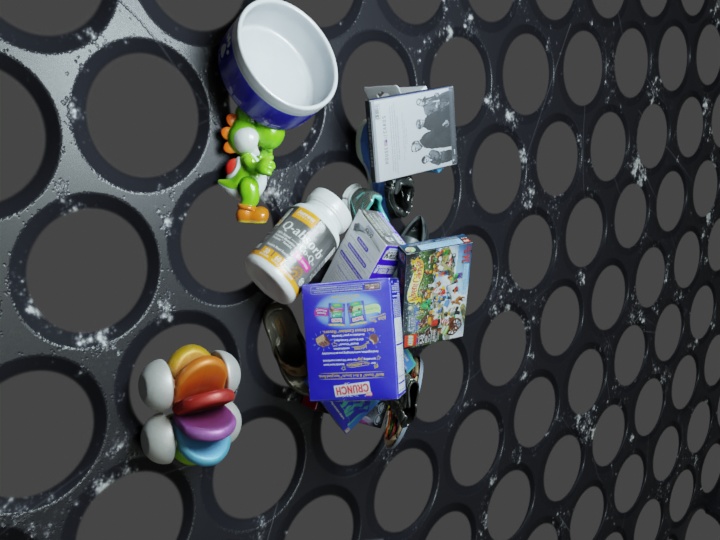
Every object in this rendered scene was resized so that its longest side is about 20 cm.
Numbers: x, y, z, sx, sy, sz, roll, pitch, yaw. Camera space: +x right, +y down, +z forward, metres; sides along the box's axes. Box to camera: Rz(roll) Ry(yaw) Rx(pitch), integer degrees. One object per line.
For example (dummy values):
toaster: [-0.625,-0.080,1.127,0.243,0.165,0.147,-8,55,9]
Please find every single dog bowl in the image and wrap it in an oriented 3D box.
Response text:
dog bowl: [-0.137,-0.346,1.200,0.197,0.078,0.205,17,62,-35]

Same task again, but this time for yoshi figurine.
yoshi figurine: [-0.172,-0.187,1.232,0.111,0.110,0.206,-11,102,-55]

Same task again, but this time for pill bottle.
pill bottle: [-0.109,-0.048,1.292,0.201,0.115,0.117,-51,125,-23]

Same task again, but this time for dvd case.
dvd case: [0.100,-0.261,1.357,0.196,0.025,0.154,-16,112,-28]

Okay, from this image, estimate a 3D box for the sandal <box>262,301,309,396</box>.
sandal: [-0.121,0.154,1.333,0.080,0.055,0.204,-24,109,-11]

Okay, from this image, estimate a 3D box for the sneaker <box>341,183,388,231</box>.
sneaker: [0.021,-0.071,1.419,0.077,0.090,0.204,-29,115,-33]

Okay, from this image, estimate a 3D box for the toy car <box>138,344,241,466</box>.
toy car: [-0.264,0.232,1.178,0.172,0.148,0.206,-6,101,-40]

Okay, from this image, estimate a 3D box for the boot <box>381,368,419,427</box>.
boot: [0.065,0.174,1.292,0.067,0.130,0.205,-17,122,-28]

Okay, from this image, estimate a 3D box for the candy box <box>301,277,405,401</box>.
candy box: [-0.011,0.120,1.238,0.077,0.165,0.206,3,83,-71]

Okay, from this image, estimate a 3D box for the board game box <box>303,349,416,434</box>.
board game box: [0.003,0.196,1.375,0.200,0.045,0.153,-43,131,-12]

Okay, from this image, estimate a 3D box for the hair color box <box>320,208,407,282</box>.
hair color box: [0.000,0.000,1.343,0.064,0.110,0.202,2,128,-39]

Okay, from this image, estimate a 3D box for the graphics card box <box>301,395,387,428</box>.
graphics card box: [-0.018,0.240,1.460,0.198,0.050,0.128,26,79,-41]

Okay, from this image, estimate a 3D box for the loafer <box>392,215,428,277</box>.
loafer: [0.094,-0.038,1.469,0.202,0.066,0.072,-61,153,-46]

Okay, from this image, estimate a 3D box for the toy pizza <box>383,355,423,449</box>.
toy pizza: [0.082,0.271,1.482,0.031,0.200,0.205,20,82,-4]

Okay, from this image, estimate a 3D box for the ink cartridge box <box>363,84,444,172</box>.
ink cartridge box: [0.100,-0.301,1.434,0.068,0.115,0.202,-45,123,-22]

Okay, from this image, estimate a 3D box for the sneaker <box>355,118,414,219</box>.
sneaker: [0.056,-0.201,1.416,0.076,0.110,0.205,-20,109,-36]

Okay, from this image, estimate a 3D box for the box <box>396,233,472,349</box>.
box: [0.133,0.041,1.319,0.133,0.038,0.204,-11,121,-20]
